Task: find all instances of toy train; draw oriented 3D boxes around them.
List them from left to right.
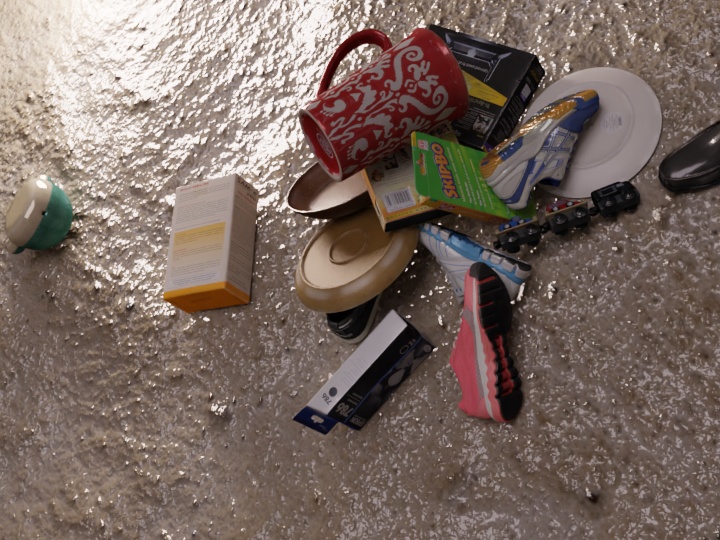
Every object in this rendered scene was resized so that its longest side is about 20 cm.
[{"bbox_3d":[0.264,-0.071,1.150,0.197,0.034,0.046,-20,47,3],"label":"toy train"}]

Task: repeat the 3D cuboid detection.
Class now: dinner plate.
[{"bbox_3d":[0.308,-0.195,1.211,0.198,0.024,0.203,-11,64,25],"label":"dinner plate"}]

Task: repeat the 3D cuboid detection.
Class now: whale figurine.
[{"bbox_3d":[-0.608,-0.099,1.668,0.199,0.103,0.161,0,67,56],"label":"whale figurine"}]

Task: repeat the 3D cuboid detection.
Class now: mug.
[{"bbox_3d":[0.017,-0.222,1.189,0.199,0.134,0.177,-33,39,-13],"label":"mug"}]

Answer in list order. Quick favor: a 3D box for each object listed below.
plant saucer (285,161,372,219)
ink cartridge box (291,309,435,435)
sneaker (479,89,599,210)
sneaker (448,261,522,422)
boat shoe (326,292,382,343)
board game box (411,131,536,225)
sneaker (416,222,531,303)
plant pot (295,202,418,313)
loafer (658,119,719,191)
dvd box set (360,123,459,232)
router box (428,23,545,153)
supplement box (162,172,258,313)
[{"bbox_3d":[-0.016,-0.133,1.321,0.198,0.037,0.201,-22,29,13],"label":"plant saucer"},{"bbox_3d":[0.006,0.150,1.185,0.200,0.099,0.039,-47,55,4],"label":"ink cartridge box"},{"bbox_3d":[0.249,-0.160,1.181,0.199,0.089,0.075,-38,13,-11],"label":"sneaker"},{"bbox_3d":[0.143,0.093,1.123,0.086,0.073,0.203,-9,87,40],"label":"sneaker"},{"bbox_3d":[0.000,0.000,1.276,0.071,0.068,0.202,4,69,35],"label":"boat shoe"},{"bbox_3d":[0.148,-0.116,1.172,0.030,0.198,0.097,-35,50,48],"label":"board game box"},{"bbox_3d":[0.134,-0.004,1.201,0.199,0.074,0.088,31,106,43],"label":"sneaker"},{"bbox_3d":[-0.012,-0.027,1.239,0.198,0.028,0.201,-24,37,19],"label":"plant pot"},{"bbox_3d":[0.455,-0.165,1.082,0.198,0.072,0.074,-30,58,17],"label":"loafer"},{"bbox_3d":[0.068,-0.160,1.232,0.144,0.030,0.202,-16,65,-11],"label":"dvd box set"},{"bbox_3d":[0.150,-0.266,1.315,0.199,0.052,0.158,28,85,36],"label":"router box"},{"bbox_3d":[-0.239,-0.043,1.428,0.124,0.073,0.203,-9,65,26],"label":"supplement box"}]
